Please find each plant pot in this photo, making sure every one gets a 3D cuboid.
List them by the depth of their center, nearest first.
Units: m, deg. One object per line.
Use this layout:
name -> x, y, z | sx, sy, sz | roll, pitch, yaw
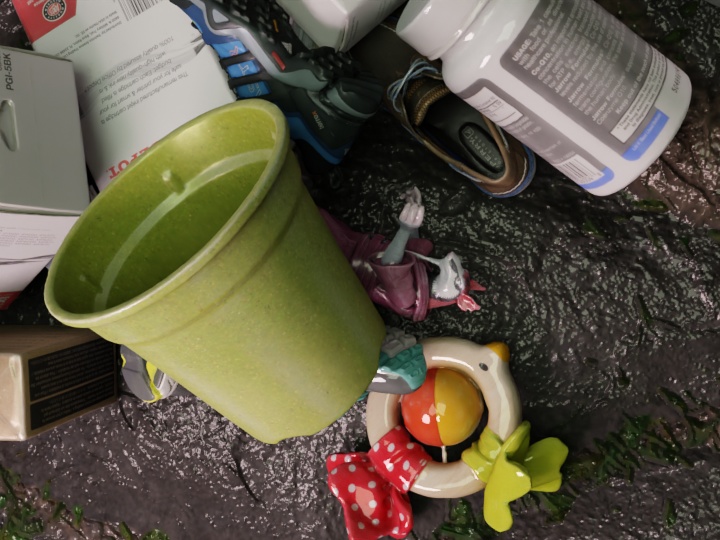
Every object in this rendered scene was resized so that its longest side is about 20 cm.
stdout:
plant pot -> -0.082, 0.017, 0.787 | 0.200, 0.201, 0.184 | -31, 121, 14

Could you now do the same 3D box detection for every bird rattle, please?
bird rattle -> 0.064, 0.137, 0.916 | 0.199, 0.113, 0.164 | -8, 78, 28

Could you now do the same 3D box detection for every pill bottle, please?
pill bottle -> 0.132, -0.154, 0.825 | 0.200, 0.114, 0.114 | 34, 101, -14

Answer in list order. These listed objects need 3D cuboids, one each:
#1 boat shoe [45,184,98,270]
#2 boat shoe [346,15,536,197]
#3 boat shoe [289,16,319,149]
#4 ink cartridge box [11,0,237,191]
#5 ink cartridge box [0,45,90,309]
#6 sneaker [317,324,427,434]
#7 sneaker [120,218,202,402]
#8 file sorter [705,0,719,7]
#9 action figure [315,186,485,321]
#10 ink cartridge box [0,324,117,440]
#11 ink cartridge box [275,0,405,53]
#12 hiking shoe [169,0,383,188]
boat shoe -> -0.227, -0.020, 0.981 | 0.075, 0.086, 0.202 | -50, 51, 9
boat shoe -> 0.059, -0.139, 0.900 | 0.200, 0.072, 0.072 | 41, 102, 11
boat shoe -> -0.048, -0.191, 0.915 | 0.065, 0.074, 0.203 | 17, 89, -8
ink cartridge box -> -0.181, -0.171, 0.957 | 0.144, 0.084, 0.201 | -27, 84, 14
ink cartridge box -> -0.302, -0.069, 0.927 | 0.200, 0.083, 0.147 | -33, 61, 47
sneaker -> -0.024, 0.091, 0.916 | 0.200, 0.077, 0.092 | 4, 105, 43
sneaker -> -0.137, 0.006, 0.908 | 0.074, 0.085, 0.201 | 14, 92, 39
file sorter -> 0.291, -0.257, 0.803 | 0.200, 0.139, 0.125 | 27, 96, 12
action figure -> 0.000, 0.000, 0.890 | 0.199, 0.134, 0.149 | 23, 99, 16
ink cartridge box -> -0.332, 0.092, 0.964 | 0.199, 0.165, 0.075 | -1, 94, 15
ink cartridge box -> 0.008, -0.285, 0.861 | 0.200, 0.085, 0.146 | -43, 86, -16
hiking shoe -> -0.080, -0.150, 0.843 | 0.200, 0.074, 0.087 | 40, 120, 20
